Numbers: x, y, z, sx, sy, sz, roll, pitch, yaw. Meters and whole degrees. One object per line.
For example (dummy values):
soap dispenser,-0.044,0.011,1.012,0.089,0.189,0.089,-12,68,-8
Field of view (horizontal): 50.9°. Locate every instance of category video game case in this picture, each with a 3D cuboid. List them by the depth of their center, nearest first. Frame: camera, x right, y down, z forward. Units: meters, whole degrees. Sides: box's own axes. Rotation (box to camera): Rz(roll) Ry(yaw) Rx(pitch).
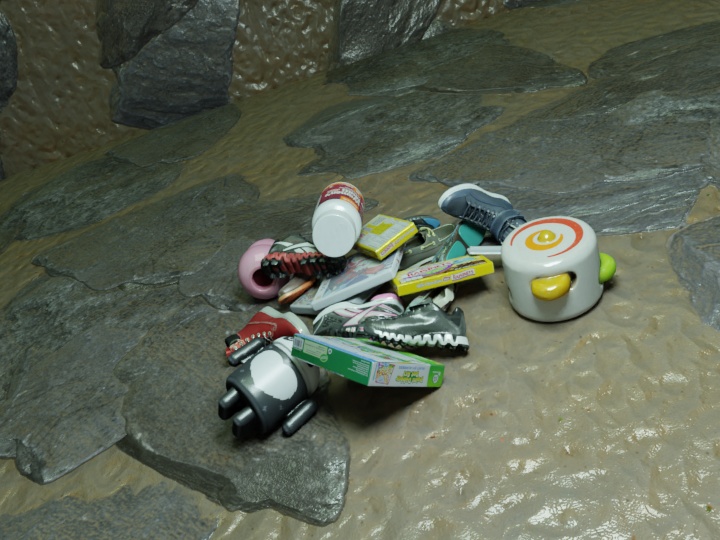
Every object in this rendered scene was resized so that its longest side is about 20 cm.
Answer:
video game case,0.000,0.000,1.602,0.196,0.023,0.183,-23,21,23
video game case,-0.035,0.036,1.646,0.197,0.023,0.181,-2,31,49

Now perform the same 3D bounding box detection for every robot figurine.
robot figurine,-0.162,0.207,1.358,0.198,0.153,0.124,-36,20,-28

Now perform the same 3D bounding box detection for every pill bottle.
pill bottle,-0.048,-0.109,1.621,0.107,0.112,0.201,-13,21,9

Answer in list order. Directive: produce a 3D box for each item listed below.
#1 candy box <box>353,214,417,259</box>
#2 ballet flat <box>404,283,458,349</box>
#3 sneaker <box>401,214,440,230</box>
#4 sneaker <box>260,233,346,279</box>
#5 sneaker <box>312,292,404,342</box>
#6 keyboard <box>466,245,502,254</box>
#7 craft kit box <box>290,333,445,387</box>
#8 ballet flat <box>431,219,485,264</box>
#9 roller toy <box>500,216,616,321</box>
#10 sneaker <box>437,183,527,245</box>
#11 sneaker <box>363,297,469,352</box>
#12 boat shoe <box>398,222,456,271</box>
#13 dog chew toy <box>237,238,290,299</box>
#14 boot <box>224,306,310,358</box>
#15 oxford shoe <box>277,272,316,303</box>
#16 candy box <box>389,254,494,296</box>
candy box,0.042,-0.074,1.623,0.102,0.027,0.199,-39,19,-9
ballet flat,0.137,0.073,1.461,0.070,0.070,0.200,-26,16,41
sneaker,0.091,-0.096,1.778,0.194,0.075,0.083,-13,27,9
sneaker,-0.119,-0.036,1.650,0.195,0.072,0.100,-1,49,19
sneaker,-0.004,0.110,1.486,0.195,0.081,0.087,-20,38,9
keyboard,0.318,-0.040,1.550,0.194,0.011,0.056,-1,17,3
craft kit box,0.013,0.156,1.314,0.195,0.050,0.197,6,6,-45
ballet flat,0.208,-0.051,1.648,0.073,0.076,0.200,4,32,35
roller toy,0.352,-0.009,1.405,0.198,0.143,0.181,-34,32,-25
sneaker,0.271,-0.109,1.609,0.197,0.078,0.148,5,38,-29
sneaker,0.103,0.094,1.377,0.194,0.093,0.067,5,-14,-1
boat shoe,0.141,-0.058,1.696,0.199,0.061,0.072,-30,31,-19
dog chew toy,-0.223,-0.016,1.787,0.121,0.127,0.201,-16,21,4
boot,-0.195,0.147,1.542,0.143,0.074,0.198,-36,25,-28
oxford shoe,-0.132,0.005,1.716,0.071,0.073,0.200,-39,2,46
candy box,0.158,0.006,1.507,0.194,0.027,0.102,-13,12,-5
